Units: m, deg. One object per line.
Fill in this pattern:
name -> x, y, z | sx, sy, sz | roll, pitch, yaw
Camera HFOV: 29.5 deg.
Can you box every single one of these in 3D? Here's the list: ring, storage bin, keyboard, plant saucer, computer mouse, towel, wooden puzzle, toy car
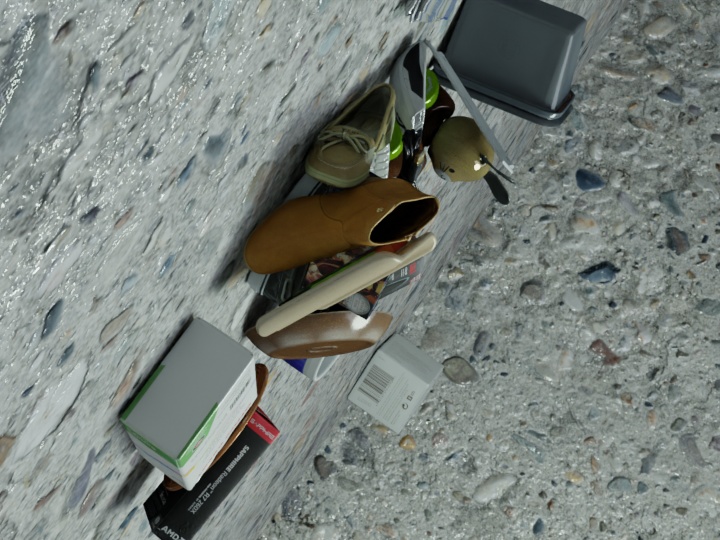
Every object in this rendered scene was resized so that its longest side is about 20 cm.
ring -> -0.189, 0.195, 1.748 | 0.200, 0.019, 0.201 | -45, -164, 16
storage bin -> 0.218, -0.309, 1.891 | 0.146, 0.199, 0.135 | -45, 157, -56
keyboard -> 0.140, -0.212, 1.760 | 0.011, 0.200, 0.056 | -35, 160, 15
plant saucer -> -0.053, 0.090, 1.826 | 0.200, 0.199, 0.037 | 80, 2, -79
computer mouse -> 0.055, -0.192, 1.657 | 0.110, 0.044, 0.201 | 94, -2, -59
towel -> 0.107, -0.357, 1.597 | 0.147, 0.024, 0.200 | -61, 173, 15
wooden puzzle -> -0.016, 0.008, 1.563 | 0.185, 0.037, 0.200 | -29, 178, 18
toy car -> 0.114, -0.149, 1.809 | 0.158, 0.200, 0.164 | -56, 172, -9

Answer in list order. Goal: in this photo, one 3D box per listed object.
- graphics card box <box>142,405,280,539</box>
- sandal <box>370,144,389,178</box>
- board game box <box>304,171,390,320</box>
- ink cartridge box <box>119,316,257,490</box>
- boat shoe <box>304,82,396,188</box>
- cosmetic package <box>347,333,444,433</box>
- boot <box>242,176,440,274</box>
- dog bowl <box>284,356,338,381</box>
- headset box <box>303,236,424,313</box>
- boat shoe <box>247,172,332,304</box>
graphics card box -> -0.192, 0.254, 1.745 | 0.200, 0.051, 0.125 | -49, -164, -5
sandal -> -0.005, -0.118, 1.735 | 0.203, 0.082, 0.050 | 115, -31, -50
board game box -> -0.015, -0.041, 1.682 | 0.035, 0.135, 0.200 | -55, 172, -43
ink cartridge box -> -0.192, 0.156, 1.565 | 0.145, 0.084, 0.200 | -54, 172, -17
boat shoe -> -0.006, -0.154, 1.546 | 0.201, 0.073, 0.063 | -47, 156, -57
cosmetic package -> 0.096, 0.294, 3.600 | 0.165, 0.165, 0.200 | -58, 172, 18
boot -> -0.023, -0.045, 1.483 | 0.201, 0.071, 0.144 | -28, -160, -14
dog bowl -> -0.048, 0.069, 2.129 | 0.200, 0.079, 0.200 | -56, 172, -11
headset box -> 0.000, 0.000, 1.858 | 0.199, 0.077, 0.149 | -26, 169, -6
boat shoe -> -0.065, -0.041, 1.606 | 0.072, 0.071, 0.200 | -47, 167, -51
